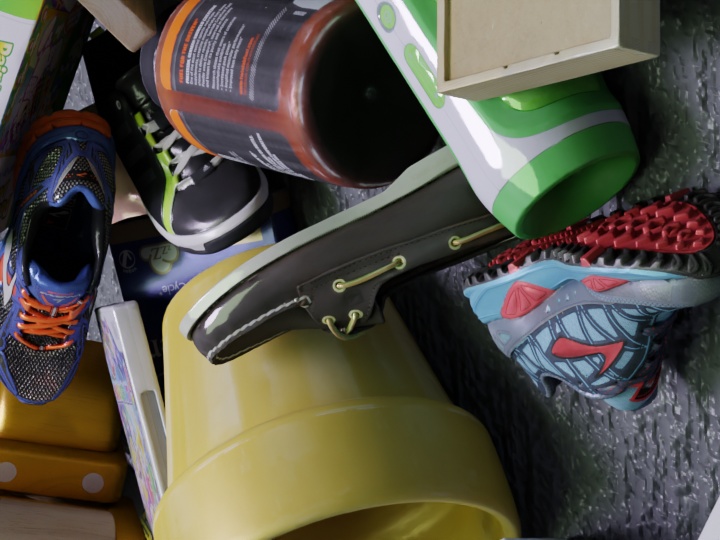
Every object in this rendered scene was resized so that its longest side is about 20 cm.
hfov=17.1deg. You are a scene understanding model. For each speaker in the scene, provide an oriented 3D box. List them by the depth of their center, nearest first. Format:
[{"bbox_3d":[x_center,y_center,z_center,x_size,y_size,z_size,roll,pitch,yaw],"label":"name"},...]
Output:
[{"bbox_3d":[0.058,-0.117,1.207,0.200,0.088,0.088,59,145,20],"label":"speaker"}]

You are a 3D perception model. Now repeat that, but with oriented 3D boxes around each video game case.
[{"bbox_3d":[-0.125,0.118,1.464,0.143,0.018,0.201,172,84,-80],"label":"video game case"}]

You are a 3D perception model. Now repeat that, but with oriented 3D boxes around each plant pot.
[{"bbox_3d":[-0.030,0.096,1.360,0.201,0.200,0.189,120,139,-49],"label":"plant pot"}]

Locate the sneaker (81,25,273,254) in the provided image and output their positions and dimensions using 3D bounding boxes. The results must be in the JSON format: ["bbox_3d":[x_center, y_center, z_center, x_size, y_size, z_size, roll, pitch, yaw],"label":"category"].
[{"bbox_3d":[-0.125,-0.084,1.465,0.200,0.072,0.083,47,173,46],"label":"sneaker"}]

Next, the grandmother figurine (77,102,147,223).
[{"bbox_3d":[-0.130,-0.016,1.568,0.200,0.060,0.121,60,166,13],"label":"grandmother figurine"}]

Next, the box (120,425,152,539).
[{"bbox_3d":[-0.128,0.166,1.655,0.159,0.048,0.200,57,144,22],"label":"box"}]

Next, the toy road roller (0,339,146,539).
[{"bbox_3d":[-0.205,0.126,1.565,0.200,0.123,0.146,-124,45,-68],"label":"toy road roller"}]

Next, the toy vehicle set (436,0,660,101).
[{"bbox_3d":[0.085,-0.187,1.114,0.124,0.026,0.201,-8,78,50],"label":"toy vehicle set"}]

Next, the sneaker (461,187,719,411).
[{"bbox_3d":[0.135,0.020,1.189,0.096,0.079,0.200,62,155,-7],"label":"sneaker"}]

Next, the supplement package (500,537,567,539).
[{"bbox_3d":[0.090,0.252,1.247,0.200,0.111,0.156,64,-169,13],"label":"supplement package"}]

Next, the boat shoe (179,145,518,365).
[{"bbox_3d":[0.000,0.000,1.269,0.061,0.201,0.072,60,-176,10],"label":"boat shoe"}]

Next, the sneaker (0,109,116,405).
[{"bbox_3d":[-0.193,0.002,1.474,0.079,0.075,0.200,-108,24,-55],"label":"sneaker"}]

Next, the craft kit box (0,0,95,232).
[{"bbox_3d":[-0.215,-0.115,1.482,0.048,0.200,0.198,24,103,1],"label":"craft kit box"}]

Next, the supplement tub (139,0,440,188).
[{"bbox_3d":[-0.046,-0.110,1.345,0.200,0.107,0.107,17,119,53],"label":"supplement tub"}]

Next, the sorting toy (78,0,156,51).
[{"bbox_3d":[-0.176,-0.256,1.395,0.199,0.070,0.200,45,-164,-29],"label":"sorting toy"}]

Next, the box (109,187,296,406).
[{"bbox_3d":[-0.080,0.057,1.498,0.121,0.032,0.201,-10,99,26],"label":"box"}]

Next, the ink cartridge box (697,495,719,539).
[{"bbox_3d":[0.217,0.186,1.117,0.145,0.084,0.200,50,141,31],"label":"ink cartridge box"}]
